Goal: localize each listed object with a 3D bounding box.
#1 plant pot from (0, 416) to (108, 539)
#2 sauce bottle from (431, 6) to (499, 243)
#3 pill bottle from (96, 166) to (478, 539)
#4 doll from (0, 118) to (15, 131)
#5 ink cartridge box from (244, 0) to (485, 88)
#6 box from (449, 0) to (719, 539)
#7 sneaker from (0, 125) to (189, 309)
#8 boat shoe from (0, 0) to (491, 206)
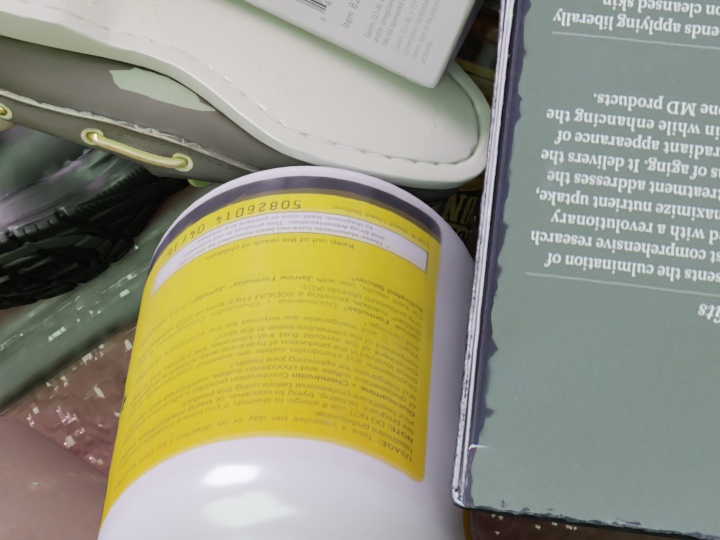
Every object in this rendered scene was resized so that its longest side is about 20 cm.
[{"bbox_3d":[-0.110,0.145,1.010,0.200,0.200,0.175,-51,59,13],"label":"plant pot"},{"bbox_3d":[0.000,0.000,1.024,0.066,0.066,0.200,22,100,18],"label":"sauce bottle"},{"bbox_3d":[-0.020,0.068,0.887,0.112,0.200,0.112,2,129,3],"label":"pill bottle"},{"bbox_3d":[-0.138,-0.104,1.032,0.200,0.048,0.137,-27,63,11],"label":"doll"},{"bbox_3d":[-0.039,-0.156,0.928,0.200,0.068,0.117,26,130,2],"label":"ink cartridge box"},{"bbox_3d":[0.113,-0.025,0.907,0.124,0.200,0.197,8,94,14],"label":"box"},{"bbox_3d":[-0.102,-0.053,1.062,0.200,0.076,0.091,-30,71,10],"label":"sneaker"},{"bbox_3d":[-0.056,-0.064,0.964,0.202,0.072,0.060,20,141,-5],"label":"boat shoe"}]
